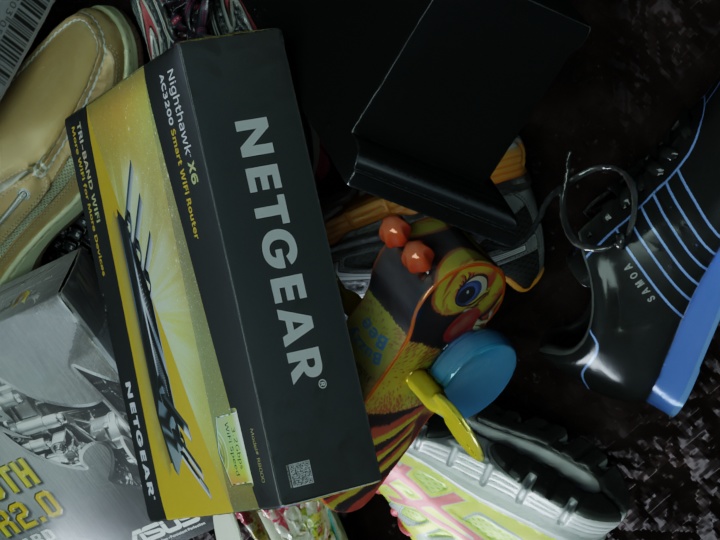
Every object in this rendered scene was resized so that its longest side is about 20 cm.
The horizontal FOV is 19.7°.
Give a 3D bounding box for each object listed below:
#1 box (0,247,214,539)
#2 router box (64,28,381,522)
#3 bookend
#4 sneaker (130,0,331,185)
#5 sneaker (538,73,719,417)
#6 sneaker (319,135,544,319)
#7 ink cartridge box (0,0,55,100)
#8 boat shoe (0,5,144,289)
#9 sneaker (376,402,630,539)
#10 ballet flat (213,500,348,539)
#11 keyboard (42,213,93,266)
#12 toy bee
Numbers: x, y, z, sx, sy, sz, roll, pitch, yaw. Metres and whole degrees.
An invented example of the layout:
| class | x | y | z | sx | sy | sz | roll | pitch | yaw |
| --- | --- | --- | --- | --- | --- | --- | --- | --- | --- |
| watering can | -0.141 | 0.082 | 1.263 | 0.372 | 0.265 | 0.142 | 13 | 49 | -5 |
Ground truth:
| class | x | y | z | sx | sy | sz | roll | pitch | yaw |
| --- | --- | --- | --- | --- | --- | --- | --- | --- | --- |
| box | -0.185 | 0.095 | 1.098 | 0.199 | 0.048 | 0.159 | -23 | 116 | 23 |
| router box | -0.067 | 0.008 | 0.937 | 0.157 | 0.052 | 0.202 | -20 | 82 | 62 |
| bookend | 0.047 | -0.155 | 0.904 | 0.092 | 0.199 | 0.201 | 19 | 115 | -31 |
| sneaker | -0.072 | -0.123 | 1.020 | 0.080 | 0.075 | 0.201 | -23 | 96 | 21 |
| sneaker | 0.146 | -0.028 | 0.982 | 0.077 | 0.070 | 0.201 | 19 | 110 | 3 |
| sneaker | 0.000 | 0.000 | 1.032 | 0.199 | 0.078 | 0.078 | -20 | 105 | 21 |
| ink cartridge box | -0.263 | -0.115 | 1.059 | 0.199 | 0.057 | 0.164 | 22 | 82 | 38 |
| boat shoe | -0.181 | -0.050 | 1.056 | 0.072 | 0.076 | 0.201 | 50 | 120 | 36 |
| sneaker | 0.032 | 0.101 | 1.051 | 0.199 | 0.078 | 0.091 | 31 | 125 | 14 |
| ballet flat | -0.033 | 0.158 | 1.071 | 0.075 | 0.064 | 0.201 | 4 | 125 | 57 |
| keyboard | -0.154 | 0.020 | 1.102 | 0.104 | 0.040 | 0.201 | 31 | 112 | 7 |
| toy bee | 0.022 | 0.015 | 0.945 | 0.130 | 0.109 | 0.201 | 22 | 86 | 35 |
